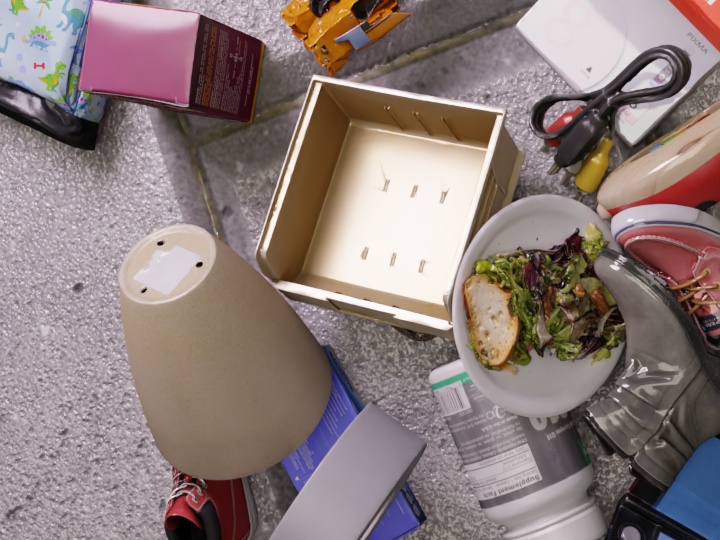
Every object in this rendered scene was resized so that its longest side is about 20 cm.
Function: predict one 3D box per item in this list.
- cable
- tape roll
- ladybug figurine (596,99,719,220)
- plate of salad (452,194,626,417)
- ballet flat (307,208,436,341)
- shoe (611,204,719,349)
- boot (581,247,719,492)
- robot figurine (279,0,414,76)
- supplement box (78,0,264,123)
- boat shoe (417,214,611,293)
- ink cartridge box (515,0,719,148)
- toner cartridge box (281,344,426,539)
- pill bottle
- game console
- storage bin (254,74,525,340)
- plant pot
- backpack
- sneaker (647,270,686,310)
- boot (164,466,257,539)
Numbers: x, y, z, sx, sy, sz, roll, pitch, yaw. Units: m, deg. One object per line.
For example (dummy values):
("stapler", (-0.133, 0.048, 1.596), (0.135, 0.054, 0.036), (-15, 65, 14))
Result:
("cable", (0.227, -0.152, 1.405), (0.200, 0.050, 0.098), (-48, 65, 39))
("tape roll", (-0.020, 0.222, 1.391), (0.066, 0.200, 0.201), (33, 98, 8))
("ladybug figurine", (0.306, -0.096, 1.386), (0.199, 0.136, 0.072), (-33, 93, 10))
("plate of salad", (0.171, 0.033, 1.371), (0.198, 0.048, 0.203), (-2, 93, -29))
("ballet flat", (0.000, 0.000, 1.501), (0.200, 0.046, 0.068), (40, 99, 9))
("shoe", (0.307, 0.010, 1.363), (0.071, 0.199, 0.092), (-30, 50, 48))
("boot", (0.242, 0.091, 1.341), (0.130, 0.068, 0.200), (-41, 96, -2))
("robot figurine", (0.023, -0.277, 1.455), (0.199, 0.145, 0.058), (-37, 126, 1))
("supplement box", (-0.175, -0.196, 1.456), (0.109, 0.200, 0.087), (10, 93, 13))
("boat shoe", (0.148, -0.017, 1.457), (0.198, 0.072, 0.067), (-9, 86, 12))
("ink cartridge box", (0.270, -0.242, 1.433), (0.163, 0.057, 0.200), (46, 105, 8))
("toner cartridge box", (-0.024, 0.184, 1.515), (0.094, 0.043, 0.201), (-30, 85, 10))
("pill bottle", (0.151, 0.168, 1.439), (0.112, 0.113, 0.202), (-23, 87, 12))
("game console", (0.332, 0.259, 1.378), (0.199, 0.119, 0.173), (29, 54, 0))
("storage bin", (0.028, -0.058, 1.425), (0.198, 0.094, 0.201), (13, 77, 23))
("plant pot", (-0.142, 0.059, 1.408), (0.185, 0.201, 0.189), (-10, 47, 11))
("backpack", (-0.308, -0.248, 1.527), (0.162, 0.154, 0.201), (26, 84, 17))
("sneaker", (0.276, 0.101, 1.424), (0.074, 0.082, 0.202), (-7, 90, 13))
("boot", (-0.165, 0.185, 1.495), (0.072, 0.144, 0.202), (-18, 86, 15))
